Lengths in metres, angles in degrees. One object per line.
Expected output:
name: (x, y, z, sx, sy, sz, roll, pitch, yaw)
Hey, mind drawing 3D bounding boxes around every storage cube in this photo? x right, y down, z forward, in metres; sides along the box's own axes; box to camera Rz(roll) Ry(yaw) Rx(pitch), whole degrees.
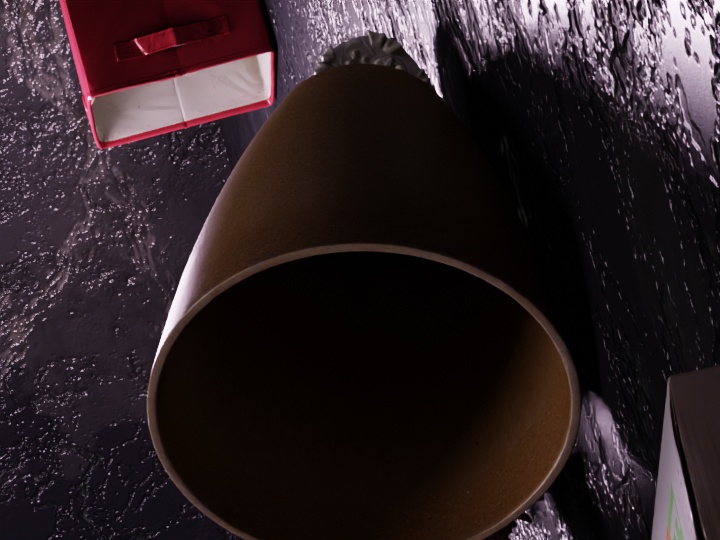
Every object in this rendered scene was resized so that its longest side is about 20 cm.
storage cube: (-0.181, -0.232, 2.196, 0.200, 0.170, 0.180, 102, 152, -79)

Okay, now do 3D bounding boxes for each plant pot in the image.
plant pot: (0.000, 0.000, 1.126, 0.200, 0.186, 0.187, -91, -7, -51)

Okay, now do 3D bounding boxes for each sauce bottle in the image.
sauce bottle: (-0.003, 0.094, 1.187, 0.066, 0.066, 0.200, 82, 174, -53)

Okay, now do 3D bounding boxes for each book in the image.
book: (0.128, 0.131, 0.810, 0.200, 0.048, 0.134, 81, 176, -61)

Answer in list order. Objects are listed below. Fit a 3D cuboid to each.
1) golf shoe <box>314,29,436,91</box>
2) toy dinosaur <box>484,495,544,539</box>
golf shoe: (0.020, -0.023, 1.293, 0.097, 0.078, 0.201, 70, -175, -85)
toy dinosaur: (0.052, 0.114, 1.295, 0.200, 0.086, 0.136, -106, 3, -54)
